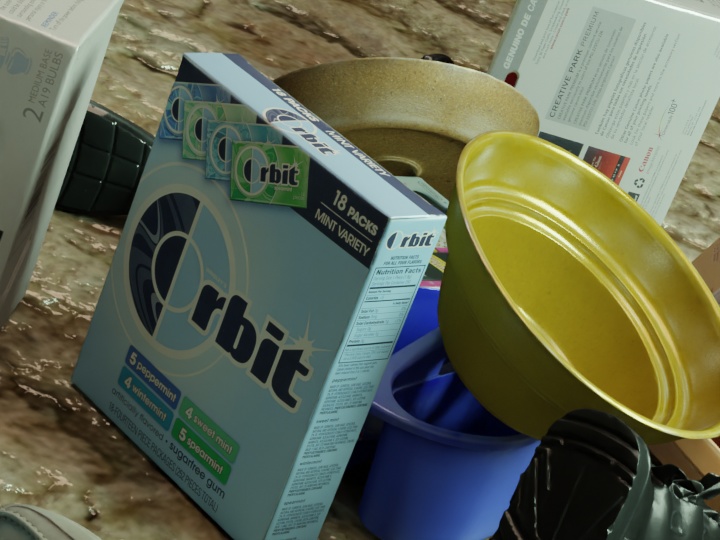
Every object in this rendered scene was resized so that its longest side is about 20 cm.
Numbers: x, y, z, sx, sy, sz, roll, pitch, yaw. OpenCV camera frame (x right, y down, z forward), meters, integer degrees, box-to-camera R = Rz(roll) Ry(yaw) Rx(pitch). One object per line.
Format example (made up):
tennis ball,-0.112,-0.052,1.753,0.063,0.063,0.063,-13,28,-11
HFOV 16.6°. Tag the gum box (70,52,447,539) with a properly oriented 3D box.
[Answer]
gum box,-0.058,0.017,1.260,0.044,0.200,0.170,-3,33,-46

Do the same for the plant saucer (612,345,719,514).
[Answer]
plant saucer,0.197,0.107,1.417,0.200,0.032,0.200,48,6,-6

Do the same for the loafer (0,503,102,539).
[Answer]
loafer,-0.121,0.166,1.036,0.070,0.070,0.200,12,23,-43

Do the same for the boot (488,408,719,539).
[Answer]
boot,0.103,0.166,1.188,0.073,0.199,0.162,25,-10,29

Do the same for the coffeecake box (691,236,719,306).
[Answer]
coffeecake box,0.280,0.079,1.505,0.200,0.073,0.154,45,20,-8

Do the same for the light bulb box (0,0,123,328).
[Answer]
light bulb box,-0.256,-0.085,1.310,0.199,0.199,0.125,21,20,0

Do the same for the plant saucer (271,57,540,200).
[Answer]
plant saucer,0.019,-0.081,1.637,0.200,0.200,0.036,12,66,-24

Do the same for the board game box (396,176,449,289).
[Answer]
board game box,0.000,0.000,1.533,0.200,0.064,0.147,0,30,-42

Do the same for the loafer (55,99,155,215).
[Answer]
loafer,-0.208,-0.091,1.540,0.199,0.073,0.072,21,18,-7

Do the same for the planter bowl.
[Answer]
planter bowl,0.101,0.029,1.294,0.200,0.083,0.201,32,32,-23

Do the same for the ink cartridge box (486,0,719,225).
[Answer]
ink cartridge box,0.153,-0.122,1.765,0.175,0.201,0.084,14,23,-21

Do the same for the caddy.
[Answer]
caddy,0.045,0.069,1.359,0.141,0.105,0.200,33,25,26

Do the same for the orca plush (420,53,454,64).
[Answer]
orca plush,0.036,-0.095,1.737,0.071,0.105,0.200,50,18,17
